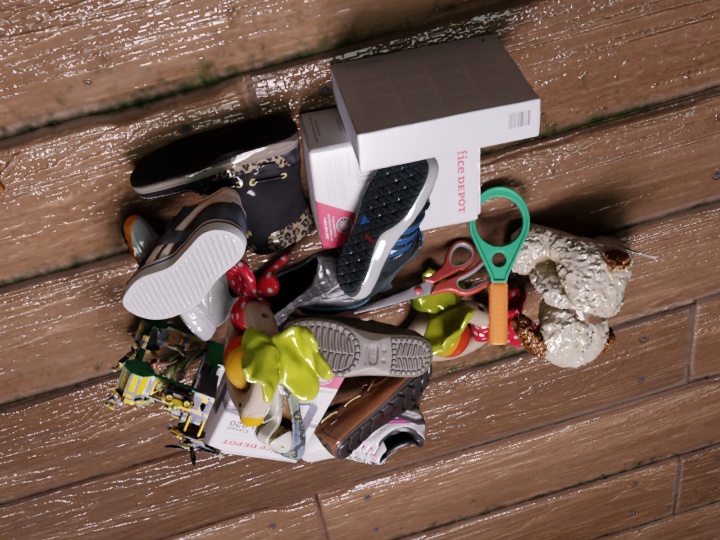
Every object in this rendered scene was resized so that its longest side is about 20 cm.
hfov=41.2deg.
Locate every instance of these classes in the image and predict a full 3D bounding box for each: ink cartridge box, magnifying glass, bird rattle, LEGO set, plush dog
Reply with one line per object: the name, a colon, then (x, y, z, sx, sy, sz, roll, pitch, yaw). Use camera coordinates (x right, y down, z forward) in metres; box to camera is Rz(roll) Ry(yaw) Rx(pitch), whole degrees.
ink cartridge box: (-0.121, 0.164, 1.323, 0.143, 0.085, 0.201, 13, 126, -25)
magnifying glass: (0.178, -0.006, 1.238, 0.078, 0.022, 0.204, 0, 94, 0)
bird rattle: (-0.128, 0.083, 1.108, 0.111, 0.201, 0.165, -2, 132, -35)
LEGO set: (-0.243, 0.155, 1.194, 0.152, 0.201, 0.117, 19, 109, -18)
ink cartridge box: (0.035, -0.121, 1.129, 0.196, 0.086, 0.149, -12, 132, -7)
bird rattle: (0.140, 0.072, 1.337, 0.198, 0.114, 0.163, 5, 147, -42)
plush dog: (0.291, 0.045, 1.267, 0.197, 0.160, 0.175, 7, 103, -23)

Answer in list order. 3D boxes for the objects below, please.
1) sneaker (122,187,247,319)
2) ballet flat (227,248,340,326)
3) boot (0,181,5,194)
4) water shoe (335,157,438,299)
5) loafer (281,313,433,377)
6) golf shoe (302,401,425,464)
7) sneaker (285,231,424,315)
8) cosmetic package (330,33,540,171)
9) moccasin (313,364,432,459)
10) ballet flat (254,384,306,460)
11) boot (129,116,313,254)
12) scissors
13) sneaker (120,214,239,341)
sneaker: (-0.192, -0.018, 1.076, 0.078, 0.080, 0.199, 32, 131, -32)
ballet flat: (-0.100, 0.025, 1.192, 0.199, 0.067, 0.056, -33, 147, 30)
boot: (-0.495, -0.098, 1.013, 0.198, 0.077, 0.156, -30, 135, 0)
water shoe: (0.039, -0.056, 1.098, 0.078, 0.072, 0.201, -6, 137, -48)
loafer: (-0.006, 0.099, 1.241, 0.196, 0.067, 0.077, 11, 97, -4)
golf shoe: (0.000, 0.248, 1.425, 0.197, 0.093, 0.073, -19, 134, 2)
sneaker: (0.000, 0.000, 1.236, 0.198, 0.074, 0.082, -25, 136, 19)
cosmetic package: (0.077, -0.186, 1.042, 0.196, 0.152, 0.052, -12, 134, -6)
moccasin: (0.020, 0.184, 1.375, 0.201, 0.078, 0.074, -39, 146, -13)
ballet flat: (-0.112, 0.184, 1.236, 0.073, 0.075, 0.203, -9, 126, -8)
boot: (-0.153, -0.085, 1.117, 0.197, 0.074, 0.152, -19, 133, -5)
scissors: (0.089, 0.028, 1.242, 0.198, 0.074, 0.014, -32, 165, -21)
sneaker: (-0.213, -0.008, 1.172, 0.092, 0.076, 0.201, -37, 132, -5)
